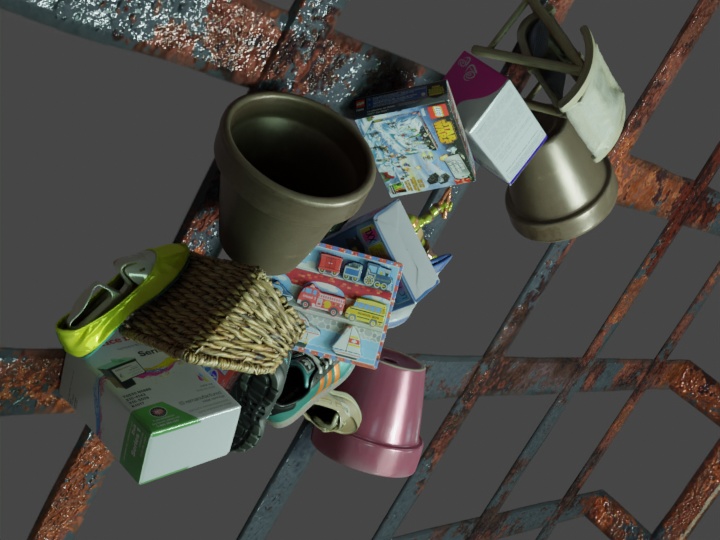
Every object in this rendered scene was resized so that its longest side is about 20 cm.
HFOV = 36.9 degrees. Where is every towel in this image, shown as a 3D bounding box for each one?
[{"bbox_3d":[0.061,0.050,1.790,0.145,0.024,0.201,-21,158,-35],"label":"towel"}]

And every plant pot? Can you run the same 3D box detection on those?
[{"bbox_3d":[-0.099,-0.093,1.349,0.198,0.201,0.176,-19,147,-40],"label":"plant pot"},{"bbox_3d":[0.029,0.234,1.867,0.199,0.198,0.182,7,103,-53],"label":"plant pot"},{"bbox_3d":[0.318,-0.177,1.821,0.200,0.200,0.176,-42,130,-12],"label":"plant pot"}]

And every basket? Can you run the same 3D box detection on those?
[{"bbox_3d":[-0.182,0.082,1.358,0.150,0.198,0.143,-51,124,-22],"label":"basket"}]

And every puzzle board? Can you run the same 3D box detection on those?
[{"bbox_3d":[-0.054,0.041,1.467,0.017,0.197,0.153,-109,-146,-81],"label":"puzzle board"}]

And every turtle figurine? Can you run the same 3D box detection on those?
[{"bbox_3d":[0.075,-0.042,1.743,0.200,0.064,0.162,-49,157,-19],"label":"turtle figurine"}]

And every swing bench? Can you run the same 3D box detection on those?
[{"bbox_3d":[0.305,-0.296,1.642,0.130,0.200,0.199,-51,148,3],"label":"swing bench"}]

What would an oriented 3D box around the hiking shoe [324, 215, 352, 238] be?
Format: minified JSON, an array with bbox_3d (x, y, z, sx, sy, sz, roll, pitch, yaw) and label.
[{"bbox_3d":[-0.079,-0.083,1.495,0.200,0.076,0.101,-46,151,-6],"label":"hiking shoe"}]

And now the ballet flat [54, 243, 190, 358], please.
[{"bbox_3d":[-0.299,0.025,1.346,0.200,0.067,0.067,-43,131,-9],"label":"ballet flat"}]

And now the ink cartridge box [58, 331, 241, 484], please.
[{"bbox_3d":[-0.273,0.165,1.389,0.143,0.199,0.085,-12,129,-45],"label":"ink cartridge box"}]

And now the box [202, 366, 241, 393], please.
[{"bbox_3d":[-0.193,0.141,1.556,0.094,0.102,0.202,17,108,-56],"label":"box"}]

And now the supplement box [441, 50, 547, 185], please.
[{"bbox_3d":[0.196,-0.232,1.665,0.104,0.101,0.200,-52,149,3],"label":"supplement box"}]

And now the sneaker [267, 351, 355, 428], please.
[{"bbox_3d":[-0.067,0.144,1.582,0.200,0.071,0.080,-46,162,-19],"label":"sneaker"}]

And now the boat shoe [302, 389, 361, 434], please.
[{"bbox_3d":[-0.054,0.223,1.695,0.071,0.066,0.200,-22,144,14],"label":"boat shoe"}]

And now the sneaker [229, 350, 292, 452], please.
[{"bbox_3d":[-0.144,0.176,1.485,0.201,0.075,0.080,-54,-177,38],"label":"sneaker"}]

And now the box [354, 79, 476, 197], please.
[{"bbox_3d":[0.082,-0.185,1.555,0.134,0.040,0.201,-9,149,13],"label":"box"}]

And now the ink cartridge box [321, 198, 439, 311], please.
[{"bbox_3d":[0.000,0.000,1.566,0.199,0.138,0.076,-22,-172,45],"label":"ink cartridge box"}]

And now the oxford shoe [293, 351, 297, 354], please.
[{"bbox_3d":[-0.167,0.179,1.636,0.200,0.058,0.075,-48,159,28],"label":"oxford shoe"}]
